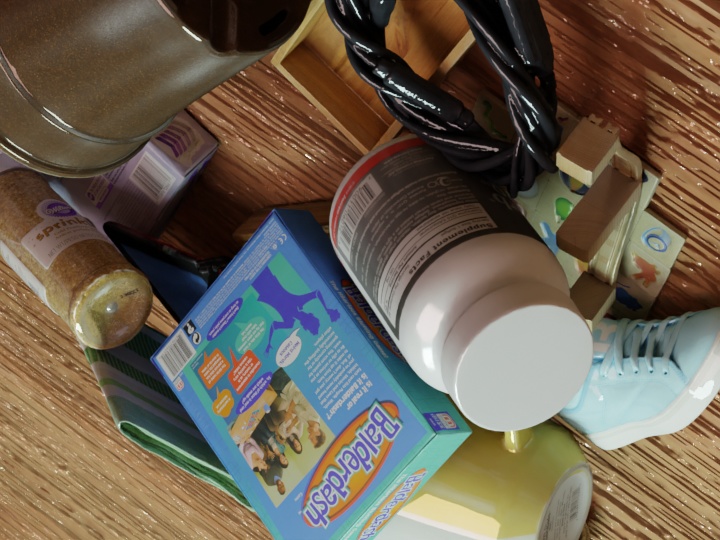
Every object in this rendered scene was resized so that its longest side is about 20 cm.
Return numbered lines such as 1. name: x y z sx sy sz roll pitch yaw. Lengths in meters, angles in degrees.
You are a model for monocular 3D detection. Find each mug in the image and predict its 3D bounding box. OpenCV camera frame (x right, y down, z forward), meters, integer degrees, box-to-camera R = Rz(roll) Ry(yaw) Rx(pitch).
1. mug: 0.069 0.139 1.717 0.152 0.150 0.187 21 169 27

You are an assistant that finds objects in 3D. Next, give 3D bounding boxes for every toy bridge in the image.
1. toy bridge: 0.151 -0.036 1.571 0.027 0.067 0.200 29 156 20

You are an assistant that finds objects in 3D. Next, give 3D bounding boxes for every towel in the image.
1. towel: -0.154 0.089 1.867 0.152 0.023 0.200 34 -166 -37

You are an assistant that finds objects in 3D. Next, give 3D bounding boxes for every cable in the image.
1. cable: 0.052 -0.128 1.546 0.162 0.051 0.201 8 132 42

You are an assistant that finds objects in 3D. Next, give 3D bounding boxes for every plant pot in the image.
1. plant pot: -0.148 -0.186 1.652 0.198 0.200 0.201 -21 110 45

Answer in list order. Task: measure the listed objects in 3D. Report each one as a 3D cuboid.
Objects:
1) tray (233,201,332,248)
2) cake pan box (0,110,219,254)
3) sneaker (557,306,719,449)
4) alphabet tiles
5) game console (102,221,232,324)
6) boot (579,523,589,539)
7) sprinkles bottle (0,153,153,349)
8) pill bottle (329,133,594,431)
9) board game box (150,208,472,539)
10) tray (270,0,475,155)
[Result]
1. tray: 0.000 0.000 1.799 0.199 0.037 0.099 -5 123 50
2. cake pan box: -0.213 -0.103 1.916 0.184 0.052 0.200 41 146 3
3. sneaker: 0.176 0.062 1.640 0.082 0.074 0.200 31 148 -13
4. alphabet tiles: 0.130 -0.031 1.666 0.166 0.006 0.201 36 145 13
5. game console: -0.114 0.075 1.892 0.118 0.173 0.200 -9 145 20
6. boot: 0.082 0.206 1.901 0.199 0.073 0.156 26 143 22
7. sprinkles bottle: -0.227 -0.016 1.863 0.200 0.068 0.069 40 152 45
8. pill bottle: 0.064 0.008 1.596 0.200 0.115 0.116 -124 16 -50
9. board game box: -0.036 0.083 1.682 0.152 0.045 0.200 -48 63 25
10. tray: 0.020 -0.159 1.624 0.099 0.037 0.200 44 147 1
